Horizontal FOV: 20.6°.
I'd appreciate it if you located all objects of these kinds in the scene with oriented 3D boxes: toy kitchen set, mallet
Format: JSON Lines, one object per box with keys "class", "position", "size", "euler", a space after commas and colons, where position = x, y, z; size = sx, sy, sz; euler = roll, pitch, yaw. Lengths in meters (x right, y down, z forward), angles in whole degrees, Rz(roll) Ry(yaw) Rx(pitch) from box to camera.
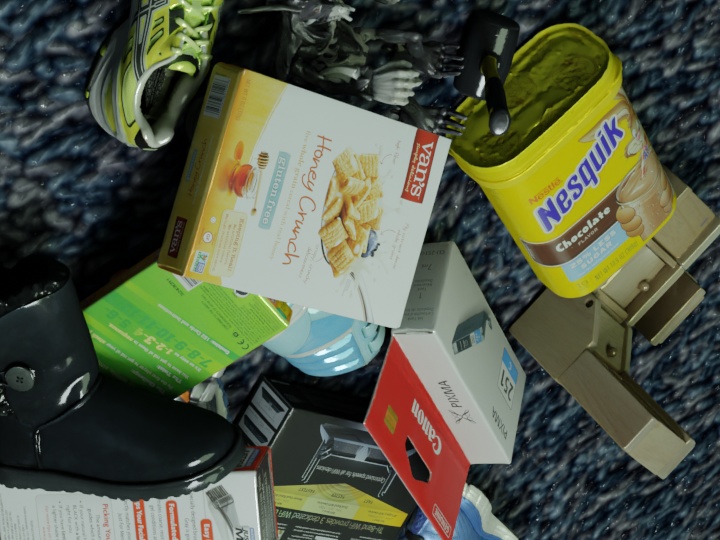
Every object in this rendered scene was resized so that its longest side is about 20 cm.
{"class": "toy kitchen set", "position": [0.281, 0.058, 1.742], "size": [0.200, 0.181, 0.163], "euler": [-48, 138, 6]}
{"class": "mallet", "position": [0.100, -0.147, 1.463], "size": [0.041, 0.200, 0.066], "euler": [15, 103, -5]}

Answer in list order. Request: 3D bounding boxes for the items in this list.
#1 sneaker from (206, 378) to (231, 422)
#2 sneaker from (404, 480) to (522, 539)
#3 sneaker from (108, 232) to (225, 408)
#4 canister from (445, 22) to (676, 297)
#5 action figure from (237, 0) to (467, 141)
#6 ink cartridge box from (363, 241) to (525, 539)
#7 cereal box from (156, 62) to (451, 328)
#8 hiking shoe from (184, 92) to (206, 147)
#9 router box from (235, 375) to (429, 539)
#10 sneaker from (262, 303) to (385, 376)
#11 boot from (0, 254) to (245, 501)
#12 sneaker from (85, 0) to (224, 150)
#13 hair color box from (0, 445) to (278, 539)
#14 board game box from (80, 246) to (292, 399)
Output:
{"class": "sneaker", "position": [-0.152, 0.167, 1.552], "size": [0.085, 0.077, 0.201], "euler": [7, 102, -18]}
{"class": "sneaker", "position": [0.089, 0.255, 1.791], "size": [0.089, 0.078, 0.200], "euler": [-56, 140, -14]}
{"class": "sneaker", "position": [-0.154, 0.047, 1.480], "size": [0.112, 0.078, 0.201], "euler": [25, 102, -34]}
{"class": "canister", "position": [0.171, -0.085, 1.625], "size": [0.148, 0.087, 0.200], "euler": [-43, 138, -5]}
{"class": "action figure", "position": [0.006, -0.167, 1.416], "size": [0.200, 0.102, 0.120], "euler": [25, 67, -49]}
{"class": "ink cartridge box", "position": [0.075, 0.105, 1.642], "size": [0.200, 0.044, 0.177], "euler": [58, 37, -46]}
{"class": "cereal box", "position": [-0.034, -0.048, 1.364], "size": [0.199, 0.039, 0.145], "euler": [14, 93, -41]}
{"class": "hiking shoe", "position": [-0.058, -0.081, 1.430], "size": [0.199, 0.100, 0.076], "euler": [19, 85, -39]}
{"class": "router box", "position": [-0.037, 0.182, 1.673], "size": [0.199, 0.052, 0.158], "euler": [17, 108, -44]}
{"class": "sneaker", "position": [0.000, 0.000, 1.556], "size": [0.200, 0.080, 0.131], "euler": [-40, 135, 6]}
{"class": "boot", "position": [-0.191, 0.073, 1.382], "size": [0.077, 0.199, 0.169], "euler": [-67, 151, -52]}
{"class": "sneaker", "position": [-0.118, -0.173, 1.339], "size": [0.075, 0.076, 0.201], "euler": [5, 115, -38]}
{"class": "hair color box", "position": [-0.164, 0.193, 1.474], "size": [0.198, 0.064, 0.112], "euler": [-2, 104, 10]}
{"class": "board game box", "position": [-0.153, 0.049, 1.420], "size": [0.199, 0.030, 0.096], "euler": [-33, 110, 22]}
